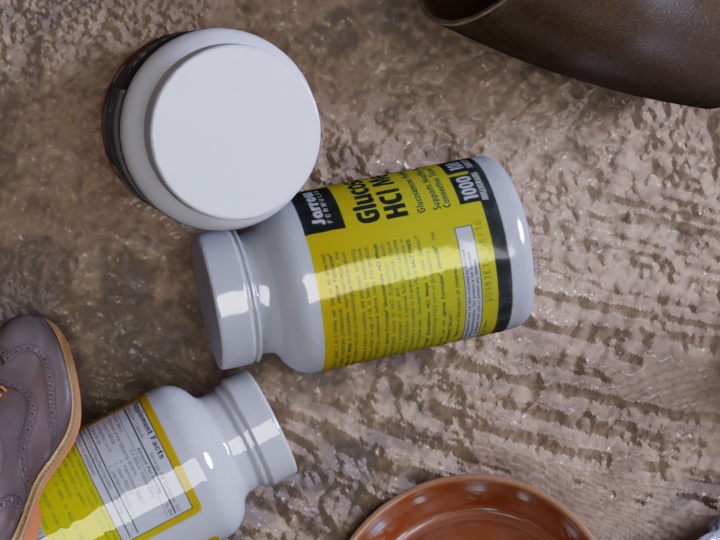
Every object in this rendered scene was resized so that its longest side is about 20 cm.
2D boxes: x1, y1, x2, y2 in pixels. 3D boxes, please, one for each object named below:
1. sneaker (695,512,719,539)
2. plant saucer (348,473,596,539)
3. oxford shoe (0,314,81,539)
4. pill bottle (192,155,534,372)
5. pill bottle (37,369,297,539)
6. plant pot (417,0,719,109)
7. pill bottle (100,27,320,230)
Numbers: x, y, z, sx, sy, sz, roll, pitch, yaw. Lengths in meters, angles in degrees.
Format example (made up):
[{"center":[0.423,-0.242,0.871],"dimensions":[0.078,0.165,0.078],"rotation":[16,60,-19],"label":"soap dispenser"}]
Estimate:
[{"center":[0.226,0.221,1.270],"dimensions":[0.199,0.114,0.076],"rotation":[-21,73,-44],"label":"sneaker"},{"center":[0.072,0.233,1.211],"dimensions":[0.199,0.032,0.202],"rotation":[-4,73,13],"label":"plant saucer"},{"center":[-0.212,0.091,1.101],"dimensions":[0.071,0.201,0.073],"rotation":[-9,134,11],"label":"oxford shoe"},{"center":[0.000,0.000,1.173],"dimensions":[0.198,0.112,0.113],"rotation":[-12,98,-12],"label":"pill bottle"},{"center":[-0.143,0.139,1.160],"dimensions":[0.199,0.104,0.105],"rotation":[-27,101,-9],"label":"pill bottle"},{"center":[0.169,-0.190,1.173],"dimensions":[0.199,0.187,0.188],"rotation":[28,89,-27],"label":"plant pot"},{"center":[-0.088,-0.084,1.099],"dimensions":[0.115,0.200,0.117],"rotation":[-1,96,-13],"label":"pill bottle"}]
